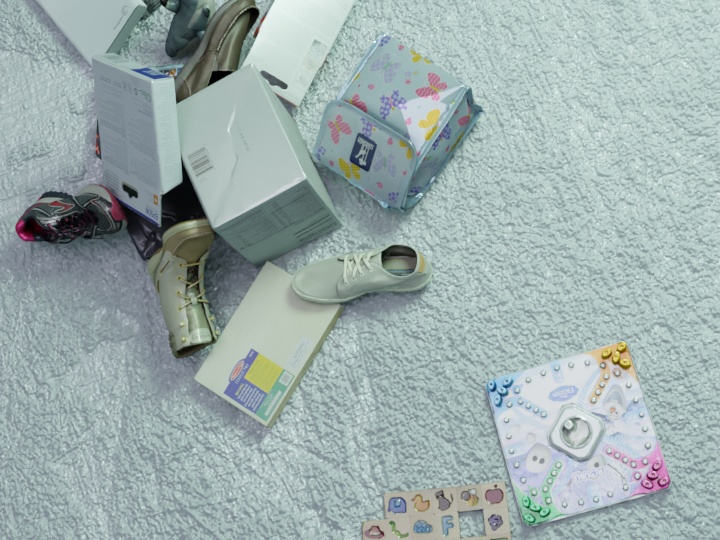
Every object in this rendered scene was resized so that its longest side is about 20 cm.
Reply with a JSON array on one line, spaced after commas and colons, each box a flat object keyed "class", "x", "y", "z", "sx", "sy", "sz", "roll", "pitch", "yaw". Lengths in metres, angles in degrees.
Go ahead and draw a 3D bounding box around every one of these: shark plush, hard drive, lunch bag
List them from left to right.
[{"class": "hard drive", "x": -0.432, "y": -0.427, "z": 1.870, "sx": 0.200, "sy": 0.027, "sz": 0.132, "roll": 48, "pitch": 113, "yaw": 19}, {"class": "hard drive", "x": -0.295, "y": -0.128, "z": 1.741, "sx": 0.134, "sy": 0.042, "sz": 0.201, "roll": -25, "pitch": 79, "yaw": 9}, {"class": "shark plush", "x": -0.257, "y": -0.387, "z": 1.757, "sx": 0.082, "sy": 0.200, "sz": 0.092, "roll": -3, "pitch": 67, "yaw": -4}, {"class": "lunch bag", "x": 0.047, "y": -0.202, "z": 1.673, "sx": 0.169, "sy": 0.127, "sz": 0.201, "roll": 37, "pitch": 92, "yaw": 21}]

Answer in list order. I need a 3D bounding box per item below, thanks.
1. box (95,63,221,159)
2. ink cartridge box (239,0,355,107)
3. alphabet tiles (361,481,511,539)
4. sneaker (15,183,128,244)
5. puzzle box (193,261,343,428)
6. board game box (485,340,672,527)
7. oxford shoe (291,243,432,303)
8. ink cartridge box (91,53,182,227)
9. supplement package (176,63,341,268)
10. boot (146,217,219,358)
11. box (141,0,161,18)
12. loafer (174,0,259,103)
[{"class": "box", "x": -0.301, "y": -0.241, "z": 1.805, "sx": 0.198, "sy": 0.040, "sz": 0.138, "roll": -4, "pitch": 75, "yaw": 11}, {"class": "ink cartridge box", "x": -0.095, "y": -0.351, "z": 1.760, "sx": 0.108, "sy": 0.050, "sz": 0.201, "roll": 29, "pitch": 82, "yaw": -15}, {"class": "alphabet tiles", "x": 0.101, "y": 0.371, "z": 1.562, "sx": 0.198, "sy": 0.008, "sz": 0.169, "roll": -8, "pitch": 74, "yaw": 11}, {"class": "sneaker", "x": -0.418, "y": -0.071, "z": 1.732, "sx": 0.199, "sy": 0.081, "sz": 0.075, "roll": -5, "pitch": 31, "yaw": 38}, {"class": "puzzle box", "x": -0.129, "y": 0.103, "z": 1.678, "sx": 0.132, "sy": 0.025, "sz": 0.201, "roll": 30, "pitch": 83, "yaw": 18}, {"class": "board game box", "x": 0.282, "y": 0.211, "z": 1.555, "sx": 0.198, "sy": 0.026, "sz": 0.202, "roll": -17, "pitch": 72, "yaw": 7}, {"class": "oxford shoe", "x": 0.000, "y": 0.000, "z": 1.650, "sx": 0.198, "sy": 0.058, "sz": 0.076, "roll": -6, "pitch": 60, "yaw": 6}, {"class": "ink cartridge box", "x": -0.307, "y": -0.183, "z": 1.637, "sx": 0.199, "sy": 0.040, "sz": 0.202, "roll": 29, "pitch": 125, "yaw": 50}, {"class": "supplement package", "x": -0.147, "y": -0.139, "z": 1.657, "sx": 0.146, "sy": 0.200, "sz": 0.192, "roll": -27, "pitch": 70, "yaw": 5}, {"class": "boot", "x": -0.234, "y": 0.026, "z": 1.649, "sx": 0.072, "sy": 0.200, "sz": 0.156, "roll": -7, "pitch": 71, "yaw": -29}, {"class": "box", "x": -0.321, "y": -0.524, "z": 1.887, "sx": 0.200, "sy": 0.044, "sz": 0.160, "roll": -44, "pitch": 71, "yaw": -1}, {"class": "loafer", "x": -0.201, "y": -0.310, "z": 1.748, "sx": 0.071, "sy": 0.073, "sz": 0.201, "roll": 33, "pitch": 91, "yaw": 17}]
